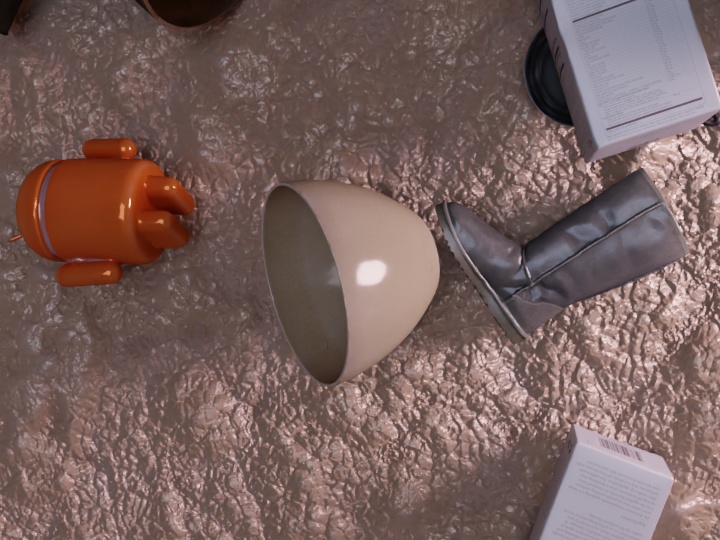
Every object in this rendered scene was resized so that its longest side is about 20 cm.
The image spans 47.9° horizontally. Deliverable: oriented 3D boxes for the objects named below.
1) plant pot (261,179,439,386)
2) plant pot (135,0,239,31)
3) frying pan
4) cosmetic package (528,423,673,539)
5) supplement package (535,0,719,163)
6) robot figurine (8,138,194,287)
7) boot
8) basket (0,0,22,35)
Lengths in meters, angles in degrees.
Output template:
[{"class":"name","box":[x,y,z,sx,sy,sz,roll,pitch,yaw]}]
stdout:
[{"class":"plant pot","box":[0.000,0.000,0.811,0.133,0.200,0.202,-14,92,-24]},{"class":"plant pot","box":[-0.223,-0.377,0.827,0.199,0.187,0.188,35,101,18]},{"class":"frying pan","box":[0.258,-0.200,0.804,0.188,0.031,0.116,2,94,9]},{"class":"cosmetic package","box":[0.231,0.273,0.828,0.101,0.071,0.202,20,98,9]},{"class":"supplement package","box":[0.234,-0.216,0.740,0.113,0.110,0.202,-16,88,10]},{"class":"robot figurine","box":[-0.285,-0.066,0.887,0.198,0.117,0.145,1,110,11]},{"class":"boot","box":[0.198,-0.040,0.810,0.199,0.073,0.182,-33,101,19]},{"class":"basket","box":[-0.406,-0.393,0.873,0.180,0.136,0.201,35,96,-30]}]
